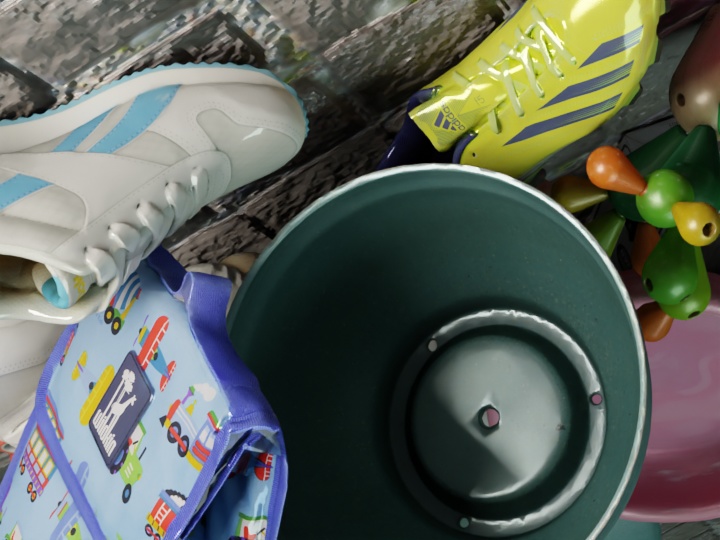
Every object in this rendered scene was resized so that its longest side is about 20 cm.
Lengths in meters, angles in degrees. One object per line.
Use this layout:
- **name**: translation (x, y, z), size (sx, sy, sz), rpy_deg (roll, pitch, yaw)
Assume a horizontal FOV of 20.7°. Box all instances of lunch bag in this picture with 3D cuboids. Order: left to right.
- **lunch bag**: translation (-0.087, 0.091, 0.854), size (0.093, 0.151, 0.202), rpy_deg (5, 118, -29)

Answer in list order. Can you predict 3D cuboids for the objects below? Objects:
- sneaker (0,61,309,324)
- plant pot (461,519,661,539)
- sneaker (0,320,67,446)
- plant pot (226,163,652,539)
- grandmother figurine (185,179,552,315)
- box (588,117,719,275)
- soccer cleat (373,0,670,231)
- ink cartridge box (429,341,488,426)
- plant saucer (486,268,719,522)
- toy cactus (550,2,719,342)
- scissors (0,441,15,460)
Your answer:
- **sneaker**: translation (-0.109, -0.025, 0.813), size (0.198, 0.081, 0.077), rpy_deg (-19, 155, -18)
- **plant pot**: translation (0.124, 0.151, 1.369), size (0.140, 0.142, 0.201), rpy_deg (-21, 150, -9)
- **sneaker**: translation (-0.134, 0.068, 0.970), size (0.076, 0.081, 0.199), rpy_deg (-34, 154, 24)
- **plant pot**: translation (0.047, 0.064, 0.916), size (0.199, 0.202, 0.134), rpy_deg (-30, 161, 12)
- **grandmother figurine**: translation (0.000, 0.000, 1.013), size (0.198, 0.061, 0.121), rpy_deg (-12, 158, -23)
- **box**: translation (0.193, -0.020, 1.159), size (0.116, 0.061, 0.200), rpy_deg (-19, 156, -14)
- **soccer cleat**: translation (0.068, -0.081, 0.897), size (0.083, 0.065, 0.200), rpy_deg (-6, 151, -33)
- **ink cartridge box**: translation (0.023, 0.070, 1.167), size (0.117, 0.068, 0.199), rpy_deg (-34, 156, 21)
- **plant saucer**: translation (0.171, 0.066, 1.124), size (0.198, 0.051, 0.202), rpy_deg (3, 137, 3)
- **toy cactus**: translation (0.152, -0.058, 0.947), size (0.101, 0.166, 0.200), rpy_deg (24, 152, -6)
- **scissors**: translation (-0.102, 0.104, 1.087), size (0.198, 0.014, 0.073), rpy_deg (5, 155, -6)
